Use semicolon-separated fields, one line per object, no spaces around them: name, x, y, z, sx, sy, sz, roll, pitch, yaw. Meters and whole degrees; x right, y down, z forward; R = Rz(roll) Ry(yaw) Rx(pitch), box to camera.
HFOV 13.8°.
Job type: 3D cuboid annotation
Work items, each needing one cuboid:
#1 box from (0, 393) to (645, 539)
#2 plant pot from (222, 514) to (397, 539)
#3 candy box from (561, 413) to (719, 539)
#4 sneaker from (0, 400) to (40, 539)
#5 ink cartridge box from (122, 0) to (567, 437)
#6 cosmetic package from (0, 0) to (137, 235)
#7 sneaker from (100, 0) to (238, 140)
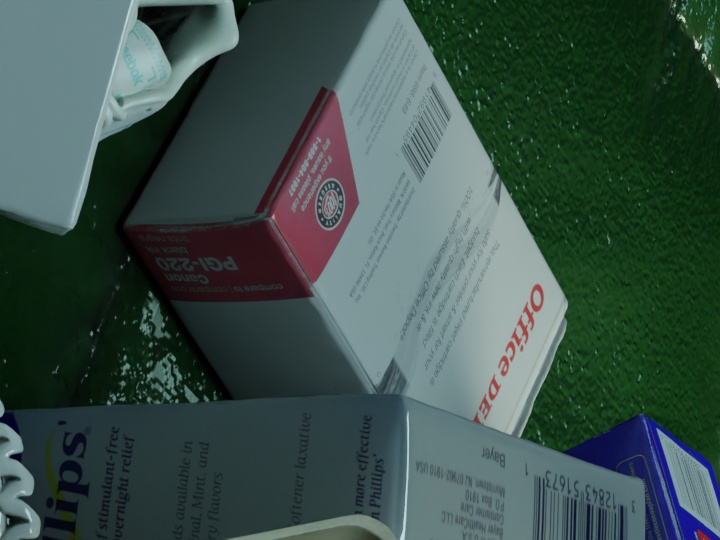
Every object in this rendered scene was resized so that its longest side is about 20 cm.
box;-0.021;0.116;1.143;0.184;0.199;0.106;22;69;-54
plant pot;-0.068;0.223;0.947;0.199;0.177;0.201;-8;56;-28
candy box;0.066;0.180;1.227;0.077;0.199;0.170;38;32;-50
sneaker;-0.158;0.125;1.058;0.081;0.075;0.201;1;77;-29
ink cartridge box;0.000;0.000;1.288;0.200;0.084;0.146;58;44;-34
cosmetic package;-0.159;-0.138;0.896;0.199;0.123;0.201;16;93;-13
sneaker;-0.121;-0.073;1.117;0.200;0.080;0.071;-42;124;-47
